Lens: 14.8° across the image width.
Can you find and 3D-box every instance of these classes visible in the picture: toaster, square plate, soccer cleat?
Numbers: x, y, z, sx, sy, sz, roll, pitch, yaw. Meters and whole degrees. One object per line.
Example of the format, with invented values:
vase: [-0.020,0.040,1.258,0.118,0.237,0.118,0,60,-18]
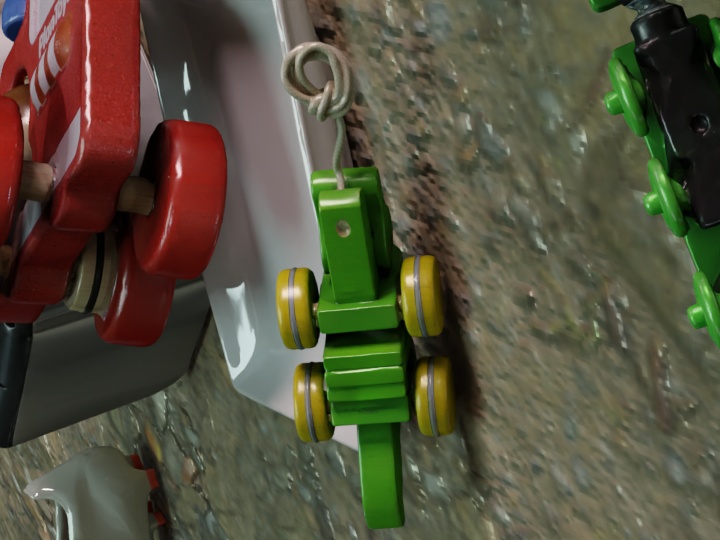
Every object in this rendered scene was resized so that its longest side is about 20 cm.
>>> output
toaster: [-0.161,-0.035,1.385,0.200,0.118,0.181,113,136,-64]
square plate: [-0.038,-0.033,1.162,0.200,0.028,0.199,-163,57,-69]
soccer cleat: [-0.142,0.200,1.602,0.069,0.077,0.201,-159,54,-68]

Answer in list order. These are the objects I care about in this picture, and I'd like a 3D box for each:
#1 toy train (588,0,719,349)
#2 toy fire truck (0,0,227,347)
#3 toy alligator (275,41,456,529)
toy train: [0.089,-0.041,0.744,0.056,0.042,0.201,30,-140,-84]
toy fire truck: [-0.129,-0.066,1.203,0.200,0.112,0.169,131,143,-62]
toy alligator: [0.000,0.000,1.033,0.054,0.059,0.201,-78,-19,-65]
